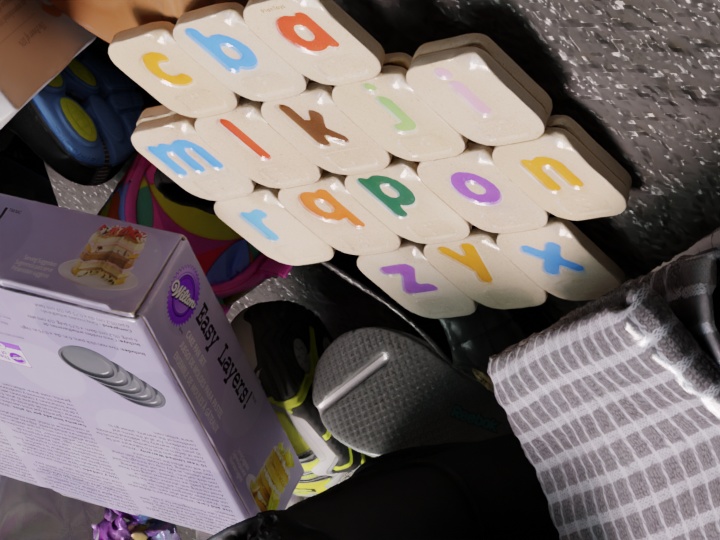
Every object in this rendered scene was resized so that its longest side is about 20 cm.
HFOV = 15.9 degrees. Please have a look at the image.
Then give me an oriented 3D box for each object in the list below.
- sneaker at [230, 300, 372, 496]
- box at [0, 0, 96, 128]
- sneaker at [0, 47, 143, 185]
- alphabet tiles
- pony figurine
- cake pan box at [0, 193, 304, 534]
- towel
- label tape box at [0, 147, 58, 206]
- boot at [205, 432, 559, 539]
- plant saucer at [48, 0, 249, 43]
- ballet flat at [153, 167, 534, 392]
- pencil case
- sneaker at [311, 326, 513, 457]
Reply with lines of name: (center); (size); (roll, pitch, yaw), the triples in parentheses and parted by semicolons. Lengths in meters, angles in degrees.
sneaker: (-0.040, 0.074, 1.241); (0.076, 0.076, 0.200); (-12, 157, 8)
box: (-0.217, -0.129, 1.041); (0.200, 0.097, 0.124); (50, -160, -9)
sneaker: (-0.168, -0.074, 1.187); (0.070, 0.083, 0.199); (9, -168, -45)
alphabet tiles: (0.005, -0.042, 0.982); (0.199, 0.015, 0.195); (-8, 142, 47)
pony figurine: (-0.123, 0.099, 1.396); (0.165, 0.194, 0.200); (-2, 155, -12)
cake pan box: (-0.141, 0.038, 1.151); (0.199, 0.052, 0.185); (12, 146, 28)
towel: (0.125, 0.077, 0.904); (0.167, 0.085, 0.200); (67, 162, 6)
label tape box: (-0.247, -0.051, 1.265); (0.199, 0.066, 0.143); (28, -164, -25)
boot: (0.041, 0.110, 1.027); (0.199, 0.168, 0.077); (-10, 97, 31)
plant saucer: (-0.118, -0.151, 0.975); (0.200, 0.032, 0.201); (39, 162, 16)
ballet flat: (0.000, 0.000, 1.104); (0.199, 0.057, 0.067); (36, 160, 5)
pencil case: (-0.088, -0.007, 1.218); (0.088, 0.089, 0.200); (41, 162, -5)
sneaker: (0.077, 0.081, 1.152); (0.199, 0.071, 0.080); (26, 180, 26)
